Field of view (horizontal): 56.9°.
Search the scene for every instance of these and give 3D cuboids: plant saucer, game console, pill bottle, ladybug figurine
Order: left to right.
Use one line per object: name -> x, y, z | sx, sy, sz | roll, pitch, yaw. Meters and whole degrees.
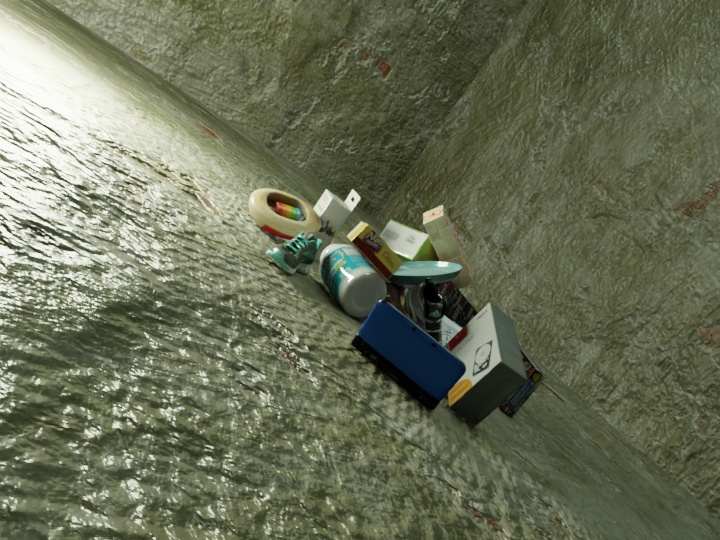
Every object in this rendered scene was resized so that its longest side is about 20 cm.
ladybug figurine -> -0.188, -0.130, 1.638 | 0.197, 0.072, 0.137 | 19, 40, -24
pill bottle -> -0.027, 0.013, 1.510 | 0.110, 0.112, 0.200 | 31, 10, -35
game console -> 0.095, 0.150, 1.249 | 0.199, 0.119, 0.171 | 39, 9, 7
plant saucer -> 0.146, 0.006, 1.599 | 0.196, 0.028, 0.200 | -2, 9, 0

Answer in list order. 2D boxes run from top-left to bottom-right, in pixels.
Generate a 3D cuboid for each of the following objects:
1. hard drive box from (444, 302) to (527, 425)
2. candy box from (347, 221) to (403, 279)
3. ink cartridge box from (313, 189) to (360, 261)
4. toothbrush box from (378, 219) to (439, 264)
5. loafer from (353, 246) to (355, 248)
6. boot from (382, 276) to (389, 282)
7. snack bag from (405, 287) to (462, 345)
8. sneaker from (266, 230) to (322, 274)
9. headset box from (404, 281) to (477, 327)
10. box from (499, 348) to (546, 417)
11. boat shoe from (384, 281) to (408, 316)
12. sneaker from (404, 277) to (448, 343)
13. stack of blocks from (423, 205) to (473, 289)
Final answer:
hard drive box -> 0.255, 0.192, 1.384 | 0.076, 0.156, 0.201 | 34, 27, -16
candy box -> 0.029, -0.048, 1.503 | 0.117, 0.056, 0.200 | 47, 2, -7
ink cartridge box -> -0.090, -0.138, 1.748 | 0.067, 0.201, 0.115 | 33, 8, -20
toothbrush box -> 0.147, -0.029, 1.819 | 0.144, 0.087, 0.201 | 26, -19, 40
loafer -> 0.000, 0.000, 1.656 | 0.072, 0.072, 0.202 | 8, 39, -16
boot -> 0.068, 0.006, 1.846 | 0.200, 0.074, 0.095 | 44, 4, 18
snack bag -> 0.140, 0.135, 1.571 | 0.187, 0.022, 0.200 | 37, 37, 9
sneaker -> -0.138, -0.048, 1.437 | 0.077, 0.092, 0.200 | 37, 8, 8
headset box -> 0.191, 0.075, 1.734 | 0.147, 0.078, 0.200 | 10, -29, 48
box -> 0.408, 0.290, 1.753 | 0.040, 0.138, 0.200 | 38, 7, -5
boat shoe -> 0.066, 0.100, 1.488 | 0.069, 0.071, 0.201 | 13, 33, -13
sneaker -> 0.154, 0.115, 1.447 | 0.076, 0.140, 0.204 | -7, 68, -21
stack of blocks -> 0.228, -0.063, 1.738 | 0.116, 0.058, 0.202 | -78, 144, -67
